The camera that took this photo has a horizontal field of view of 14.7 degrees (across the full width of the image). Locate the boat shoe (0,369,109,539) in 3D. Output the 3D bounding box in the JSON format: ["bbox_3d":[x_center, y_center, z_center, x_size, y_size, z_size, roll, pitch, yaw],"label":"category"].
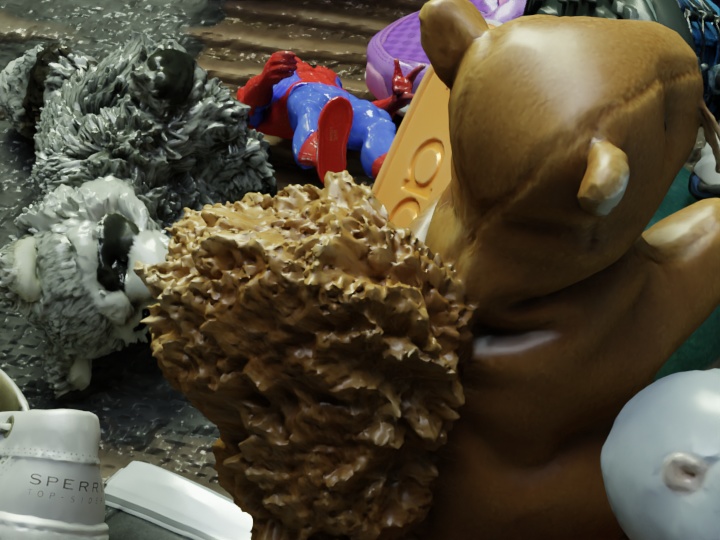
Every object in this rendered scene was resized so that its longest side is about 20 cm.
[{"bbox_3d":[-0.151,0.059,1.021,0.071,0.070,0.199,9,2,-42],"label":"boat shoe"}]

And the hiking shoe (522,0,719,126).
[{"bbox_3d":[0.114,-0.087,1.066,0.086,0.075,0.200,10,11,-6],"label":"hiking shoe"}]

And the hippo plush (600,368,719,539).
[{"bbox_3d":[0.159,0.072,0.874,0.160,0.201,0.159,-28,14,1],"label":"hippo plush"}]

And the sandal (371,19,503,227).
[{"bbox_3d":[-0.004,-0.002,1.034,0.059,0.208,0.079,20,-1,-32],"label":"sandal"}]

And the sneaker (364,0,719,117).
[{"bbox_3d":[0.092,-0.129,1.235,0.199,0.089,0.081,-20,42,-13],"label":"sneaker"}]

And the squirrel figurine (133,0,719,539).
[{"bbox_3d":[0.035,0.008,0.886,0.199,0.187,0.142,-23,59,-22],"label":"squirrel figurine"}]

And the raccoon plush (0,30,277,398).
[{"bbox_3d":[-0.123,-0.019,1.169,0.134,0.097,0.200,-47,23,-21],"label":"raccoon plush"}]

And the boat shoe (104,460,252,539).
[{"bbox_3d":[-0.022,0.131,0.963,0.199,0.070,0.066,24,69,27],"label":"boat shoe"}]

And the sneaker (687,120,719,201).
[{"bbox_3d":[0.199,-0.051,0.967,0.199,0.076,0.077,7,77,46],"label":"sneaker"}]

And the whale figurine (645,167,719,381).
[{"bbox_3d":[0.075,-0.021,1.095,0.158,0.104,0.200,-12,38,-6],"label":"whale figurine"}]

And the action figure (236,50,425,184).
[{"bbox_3d":[-0.012,-0.067,1.165,0.065,0.052,0.200,8,7,-15],"label":"action figure"}]
